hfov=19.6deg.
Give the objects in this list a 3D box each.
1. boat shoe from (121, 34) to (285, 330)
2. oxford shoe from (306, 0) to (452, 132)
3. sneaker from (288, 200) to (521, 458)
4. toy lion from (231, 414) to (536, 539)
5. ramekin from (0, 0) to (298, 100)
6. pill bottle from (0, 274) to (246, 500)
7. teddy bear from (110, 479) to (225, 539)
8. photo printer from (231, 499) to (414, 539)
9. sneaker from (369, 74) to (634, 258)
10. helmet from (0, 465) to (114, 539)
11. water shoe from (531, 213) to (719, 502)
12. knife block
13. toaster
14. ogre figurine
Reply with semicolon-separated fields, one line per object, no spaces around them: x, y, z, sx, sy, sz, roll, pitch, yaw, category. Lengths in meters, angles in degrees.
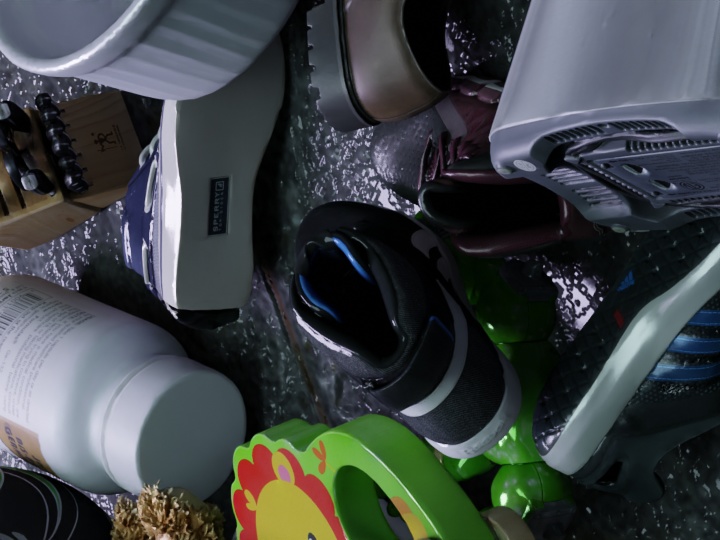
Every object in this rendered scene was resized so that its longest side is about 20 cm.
-0.102;-0.072;1.233;0.093;0.075;0.200;32;117;52;boat shoe
0.017;-0.176;1.071;0.084;0.073;0.200;-8;89;30;oxford shoe
0.000;0.000;1.021;0.073;0.112;0.200;-45;40;5;sneaker
-0.003;0.149;1.096;0.192;0.069;0.200;50;145;29;toy lion
-0.111;-0.189;1.129;0.200;0.098;0.201;-20;62;41;ramekin
-0.171;0.079;1.327;0.200;0.114;0.114;19;117;42;pill bottle
-0.095;0.217;1.215;0.145;0.067;0.200;-4;104;53;teddy bear
-0.016;0.218;1.242;0.166;0.069;0.200;42;130;29;photo printer
0.051;-0.050;1.037;0.200;0.116;0.076;8;109;46;sneaker
-0.235;0.214;1.306;0.191;0.200;0.200;-90;-1;-71;helmet
0.163;0.024;0.989;0.200;0.079;0.072;-53;20;25;water shoe
-0.230;-0.054;1.297;0.200;0.176;0.064;-25;84;49;knife block
0.152;-0.095;0.888;0.200;0.114;0.129;-5;69;50;toaster
0.066;0.066;1.084;0.120;0.098;0.200;-10;65;61;ogre figurine
